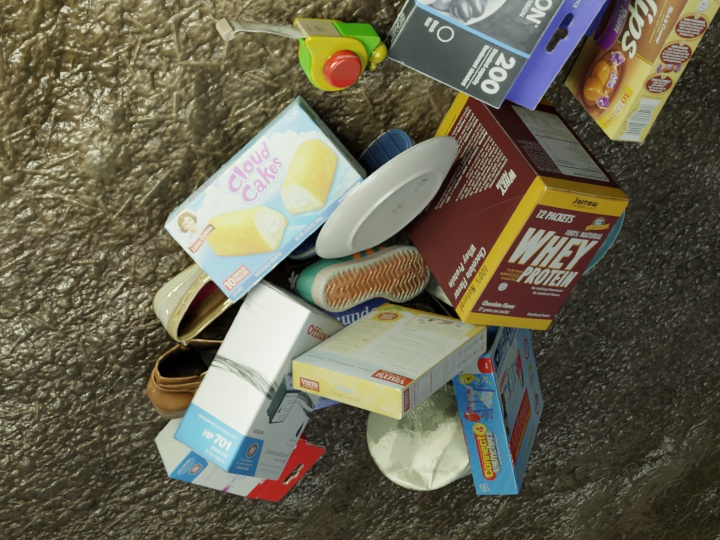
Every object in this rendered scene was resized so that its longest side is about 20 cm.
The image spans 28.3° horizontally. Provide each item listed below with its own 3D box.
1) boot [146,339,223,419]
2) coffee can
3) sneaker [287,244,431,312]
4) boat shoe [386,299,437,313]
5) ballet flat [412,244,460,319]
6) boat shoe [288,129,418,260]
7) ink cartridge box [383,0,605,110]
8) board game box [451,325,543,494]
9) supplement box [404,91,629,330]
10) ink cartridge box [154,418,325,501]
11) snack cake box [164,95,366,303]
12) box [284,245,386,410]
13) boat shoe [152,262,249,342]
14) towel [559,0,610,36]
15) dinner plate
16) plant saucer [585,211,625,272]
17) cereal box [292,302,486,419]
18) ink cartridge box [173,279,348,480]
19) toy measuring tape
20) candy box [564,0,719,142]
[{"bbox_3d":[-0.161,0.103,1.687,0.197,0.078,0.156,-19,161,-14],"label":"boot"},{"bbox_3d":[0.100,0.208,1.883,0.146,0.147,0.200,-39,168,9],"label":"coffee can"},{"bbox_3d":[0.000,0.000,1.694,0.198,0.079,0.073,-9,111,-45],"label":"sneaker"},{"bbox_3d":[0.076,0.076,1.855,0.198,0.072,0.065,23,122,-37],"label":"boat shoe"},{"bbox_3d":[0.126,0.027,1.839,0.068,0.067,0.200,-39,139,3],"label":"ballet flat"},{"bbox_3d":[-0.003,-0.075,1.654,0.199,0.073,0.072,-38,149,13],"label":"boat shoe"},{"bbox_3d":[0.154,-0.274,1.518,0.198,0.044,0.199,20,123,-18],"label":"ink cartridge box"},{"bbox_3d":[0.171,0.140,1.775,0.055,0.200,0.198,-4,115,19],"label":"board game box"},{"bbox_3d":[0.170,-0.074,1.663,0.131,0.201,0.199,6,127,-35],"label":"supplement box"},{"bbox_3d":[-0.154,0.227,1.861,0.199,0.068,0.116,24,116,-44],"label":"ink cartridge box"},{"bbox_3d":[-0.102,-0.078,1.549,0.200,0.067,0.115,-41,102,10],"label":"snack cake box"},{"bbox_3d":[-0.024,0.074,1.756,0.120,0.032,0.203,-13,112,-21],"label":"box"},{"bbox_3d":[-0.151,0.008,1.642,0.200,0.070,0.073,-43,139,13],"label":"boat shoe"},{"bbox_3d":[0.238,-0.353,1.550,0.146,0.050,0.201,0,132,-37],"label":"towel"},{"bbox_3d":[0.035,-0.074,1.586,0.199,0.024,0.201,-37,164,-12],"label":"dinner plate"},{"bbox_3d":[0.256,-0.052,1.875,0.197,0.028,0.202,-17,138,-16],"label":"plant saucer"},{"bbox_3d":[0.035,0.097,1.598,0.199,0.142,0.040,-30,126,-51],"label":"cereal box"},{"bbox_3d":[-0.107,0.127,1.623,0.202,0.085,0.146,-61,156,1],"label":"ink cartridge box"},{"bbox_3d":[-0.061,-0.222,1.473,0.197,0.074,0.074,-3,132,-30],"label":"toy measuring tape"},{"bbox_3d":[0.322,-0.263,1.636,0.056,0.117,0.202,0,131,-31],"label":"candy box"}]
